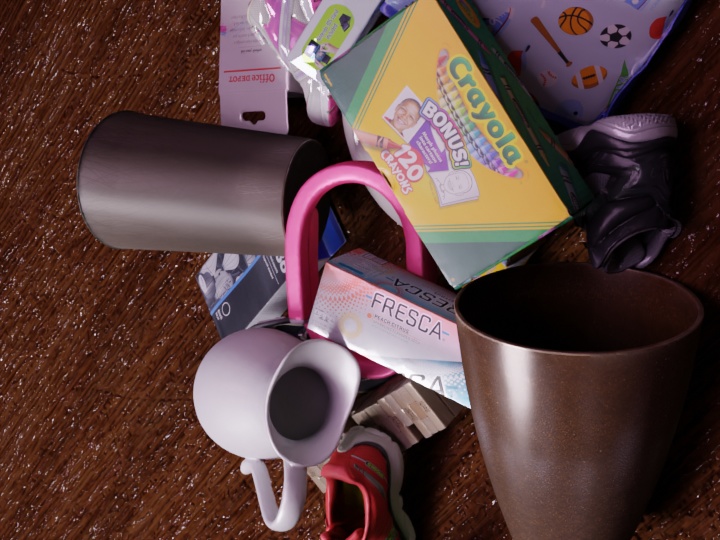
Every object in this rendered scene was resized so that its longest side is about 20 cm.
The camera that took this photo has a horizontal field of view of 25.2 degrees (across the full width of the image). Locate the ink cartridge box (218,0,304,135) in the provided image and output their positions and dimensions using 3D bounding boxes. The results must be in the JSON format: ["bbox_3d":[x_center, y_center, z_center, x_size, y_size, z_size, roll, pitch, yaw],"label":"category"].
[{"bbox_3d":[-0.080,-0.231,1.585,0.116,0.067,0.201,6,94,50],"label":"ink cartridge box"}]

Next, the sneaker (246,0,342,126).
[{"bbox_3d":[-0.056,-0.229,1.490,0.088,0.081,0.201,2,115,26],"label":"sneaker"}]

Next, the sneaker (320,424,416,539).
[{"bbox_3d":[-0.003,0.236,1.462,0.077,0.085,0.200,10,125,33],"label":"sneaker"}]

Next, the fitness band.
[{"bbox_3d":[0.000,0.000,1.452,0.143,0.037,0.201,6,106,30],"label":"fitness band"}]

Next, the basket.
[{"bbox_3d":[-0.139,-0.078,1.546,0.199,0.180,0.136,7,90,21],"label":"basket"}]

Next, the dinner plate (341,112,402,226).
[{"bbox_3d":[0.044,-0.114,1.427,0.200,0.024,0.201,28,131,38],"label":"dinner plate"}]

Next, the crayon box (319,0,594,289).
[{"bbox_3d":[0.073,-0.103,1.228,0.119,0.058,0.200,-33,89,31],"label":"crayon box"}]

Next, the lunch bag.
[{"bbox_3d":[0.149,-0.224,1.262,0.200,0.124,0.170,36,123,4],"label":"lunch bag"}]

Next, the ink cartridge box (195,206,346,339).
[{"bbox_3d":[-0.095,-0.011,1.635,0.200,0.039,0.100,-48,55,39],"label":"ink cartridge box"}]

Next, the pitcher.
[{"bbox_3d":[-0.083,0.140,1.461,0.200,0.121,0.172,4,79,66],"label":"pitcher"}]

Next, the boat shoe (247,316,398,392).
[{"bbox_3d":[-0.039,0.079,1.551,0.200,0.063,0.073,6,93,49],"label":"boat shoe"}]

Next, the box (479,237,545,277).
[{"bbox_3d":[0.068,-0.078,1.341,0.200,0.041,0.119,54,159,9],"label":"box"}]

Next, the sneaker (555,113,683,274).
[{"bbox_3d":[0.174,-0.049,1.280,0.200,0.075,0.114,-19,77,51],"label":"sneaker"}]

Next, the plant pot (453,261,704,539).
[{"bbox_3d":[0.164,0.119,1.241,0.187,0.187,0.201,22,120,47],"label":"plant pot"}]

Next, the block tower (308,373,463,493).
[{"bbox_3d":[0.015,0.144,1.483,0.058,0.054,0.200,52,136,-5],"label":"block tower"}]

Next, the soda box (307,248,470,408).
[{"bbox_3d":[0.057,0.053,1.380,0.200,0.064,0.069,25,113,22],"label":"soda box"}]

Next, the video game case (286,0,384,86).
[{"bbox_3d":[0.026,-0.273,1.370,0.045,0.200,0.181,35,126,-3],"label":"video game case"}]
